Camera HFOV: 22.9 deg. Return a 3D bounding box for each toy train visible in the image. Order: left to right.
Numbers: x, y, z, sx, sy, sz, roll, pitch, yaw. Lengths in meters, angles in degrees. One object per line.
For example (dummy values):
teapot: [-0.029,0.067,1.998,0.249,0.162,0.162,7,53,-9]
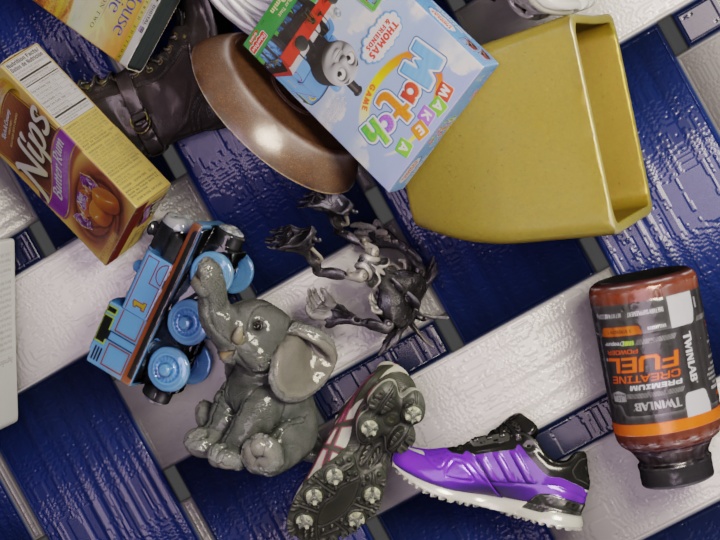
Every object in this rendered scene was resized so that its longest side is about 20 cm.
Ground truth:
toy train: [-0.190,0.034,1.790,0.114,0.087,0.201,28,101,14]

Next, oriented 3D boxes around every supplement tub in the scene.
supplement tub: [0.284,0.102,1.685,0.106,0.107,0.202,-11,94,13]

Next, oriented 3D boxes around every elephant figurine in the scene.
elephant figurine: [-0.093,0.091,1.740,0.140,0.155,0.202,12,97,11]

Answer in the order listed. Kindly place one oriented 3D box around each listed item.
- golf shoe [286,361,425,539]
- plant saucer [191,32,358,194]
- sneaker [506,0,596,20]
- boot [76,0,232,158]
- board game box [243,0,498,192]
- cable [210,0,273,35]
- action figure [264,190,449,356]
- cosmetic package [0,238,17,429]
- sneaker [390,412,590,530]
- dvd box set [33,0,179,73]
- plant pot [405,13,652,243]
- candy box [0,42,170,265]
golf shoe: [-0.005,0.182,1.749,0.077,0.088,0.201,30,105,-19]
plant saucer: [-0.071,-0.157,1.681,0.200,0.200,0.034,48,114,3]
sneaker: [0.170,-0.258,1.626,0.081,0.200,0.075,-38,96,21]
boot: [-0.208,-0.203,1.774,0.173,0.069,0.201,-16,93,14]
board game box: [0.006,-0.194,1.593,0.200,0.037,0.152,45,117,13]
cable: [-0.063,-0.309,1.655,0.199,0.069,0.201,33,117,2]
action figure: [0.000,0.000,1.737,0.200,0.102,0.119,45,72,-34]
cosmetic package: [-0.456,0.071,1.806,0.164,0.165,0.202,1,97,13]
sneaker: [0.132,0.185,1.751,0.199,0.070,0.100,14,91,7]
dvd box set: [-0.258,-0.307,1.759,0.200,0.029,0.147,37,104,26]
plant pot: [0.142,-0.120,1.652,0.199,0.195,0.196,-11,94,19]
candy box: [-0.290,-0.115,1.777,0.200,0.056,0.117,46,142,7]
